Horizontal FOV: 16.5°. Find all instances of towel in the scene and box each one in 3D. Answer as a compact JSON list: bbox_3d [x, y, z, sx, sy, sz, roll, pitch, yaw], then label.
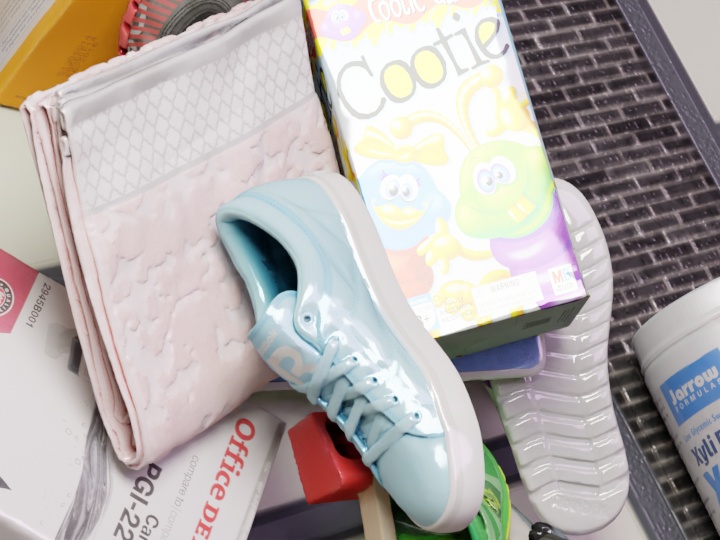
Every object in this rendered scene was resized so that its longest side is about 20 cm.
[{"bbox_3d":[-0.074,-0.026,1.245,0.200,0.032,0.191,-32,116,-47],"label":"towel"}]

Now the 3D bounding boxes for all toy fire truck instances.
[{"bbox_3d":[-0.008,0.185,1.249,0.049,0.141,0.200,-2,63,-37],"label":"toy fire truck"}]

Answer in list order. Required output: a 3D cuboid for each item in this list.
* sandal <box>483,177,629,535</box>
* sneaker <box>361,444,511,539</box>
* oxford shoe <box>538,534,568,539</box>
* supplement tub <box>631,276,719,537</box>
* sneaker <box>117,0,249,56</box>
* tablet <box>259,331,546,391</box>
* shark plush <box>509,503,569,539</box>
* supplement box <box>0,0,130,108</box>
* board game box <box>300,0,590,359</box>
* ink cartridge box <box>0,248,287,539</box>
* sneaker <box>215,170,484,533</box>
[{"bbox_3d":[0.103,0.050,1.408,0.082,0.050,0.203,-5,84,-6],"label":"sandal"},{"bbox_3d":[0.042,0.125,1.325,0.200,0.074,0.084,-108,174,-58],"label":"sneaker"},{"bbox_3d":[0.111,0.240,1.312,0.084,0.073,0.200,-15,95,-27],"label":"oxford shoe"},{"bbox_3d":[0.262,0.105,1.505,0.132,0.132,0.200,-11,68,-40],"label":"supplement tub"},{"bbox_3d":[-0.097,-0.076,1.308,0.071,0.200,0.098,9,25,-28],"label":"sneaker"},{"bbox_3d":[0.000,0.000,1.378,0.200,0.014,0.130,-3,80,-2],"label":"tablet"},{"bbox_3d":[0.130,0.196,1.398,0.200,0.091,0.083,33,16,-6],"label":"shark plush"},{"bbox_3d":[-0.157,-0.202,1.406,0.074,0.126,0.200,10,57,-30],"label":"supplement box"},{"bbox_3d":[0.041,-0.059,1.330,0.103,0.105,0.200,-15,80,-4],"label":"board game box"},{"bbox_3d":[-0.153,0.097,1.243,0.200,0.085,0.146,34,47,-16],"label":"ink cartridge box"},{"bbox_3d":[-0.014,0.044,1.200,0.082,0.074,0.200,-11,60,-34],"label":"sneaker"}]
